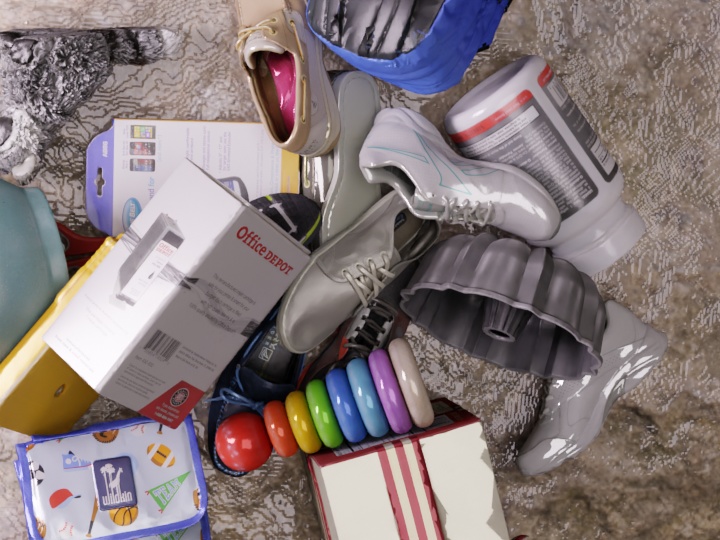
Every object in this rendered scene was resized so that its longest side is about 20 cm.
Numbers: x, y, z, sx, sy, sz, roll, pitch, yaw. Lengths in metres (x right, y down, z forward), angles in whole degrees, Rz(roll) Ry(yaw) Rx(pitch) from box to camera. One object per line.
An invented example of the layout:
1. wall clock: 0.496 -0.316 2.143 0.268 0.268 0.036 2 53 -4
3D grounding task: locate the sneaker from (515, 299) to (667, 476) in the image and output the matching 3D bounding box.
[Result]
1. sneaker: 0.208 0.112 1.699 0.099 0.078 0.200 42 79 -5

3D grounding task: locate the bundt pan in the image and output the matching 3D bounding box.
1. bundt pan: 0.141 0.027 1.610 0.201 0.202 0.076 25 72 -13

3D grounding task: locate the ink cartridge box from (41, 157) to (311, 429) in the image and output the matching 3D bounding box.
1. ink cartridge box: -0.155 0.022 1.481 0.083 0.147 0.200 38 89 29

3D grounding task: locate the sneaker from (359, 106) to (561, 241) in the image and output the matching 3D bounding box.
1. sneaker: 0.088 -0.071 1.581 0.200 0.071 0.080 27 51 4

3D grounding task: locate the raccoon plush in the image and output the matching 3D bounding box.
1. raccoon plush: -0.256 -0.150 1.564 0.199 0.097 0.135 -3 104 -12

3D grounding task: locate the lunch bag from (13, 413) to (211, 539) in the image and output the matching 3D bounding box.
1. lunch bag: -0.223 0.236 1.577 0.169 0.124 0.201 -9 108 -14

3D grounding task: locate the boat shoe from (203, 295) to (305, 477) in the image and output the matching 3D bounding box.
1. boat shoe: -0.098 0.100 1.629 0.084 0.069 0.201 15 93 -13

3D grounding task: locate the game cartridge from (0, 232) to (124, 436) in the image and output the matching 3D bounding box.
1. game cartridge: -0.249 0.063 1.546 0.032 0.176 0.200 37 86 16

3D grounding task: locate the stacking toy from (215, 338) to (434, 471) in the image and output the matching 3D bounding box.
1. stacking toy: -0.037 0.132 1.567 0.199 0.085 0.086 -19 99 0

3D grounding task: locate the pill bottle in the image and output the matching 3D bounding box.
1. pill bottle: 0.179 -0.095 1.643 0.116 0.116 0.200 -37 102 -6

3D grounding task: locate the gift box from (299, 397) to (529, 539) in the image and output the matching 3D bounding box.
1. gift box: 0.060 0.235 1.618 0.199 0.185 0.188 -13 96 -4

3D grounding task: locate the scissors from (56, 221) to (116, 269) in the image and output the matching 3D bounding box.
1. scissors: -0.219 -0.015 1.583 0.199 0.014 0.073 -3 102 10

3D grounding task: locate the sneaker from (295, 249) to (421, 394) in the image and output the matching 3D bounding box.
1. sneaker: 0.006 0.068 1.640 0.077 0.082 0.201 27 90 -13

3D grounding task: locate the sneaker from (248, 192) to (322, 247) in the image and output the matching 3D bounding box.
1. sneaker: -0.111 0.008 1.596 0.200 0.081 0.074 -42 63 5

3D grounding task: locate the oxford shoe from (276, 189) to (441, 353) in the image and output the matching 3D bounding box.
1. oxford shoe: 0.000 0.000 1.593 0.200 0.058 0.075 -44 129 -16

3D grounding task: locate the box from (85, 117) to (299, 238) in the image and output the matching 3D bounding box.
1. box: -0.158 -0.082 1.614 0.199 0.041 0.120 1 96 -10

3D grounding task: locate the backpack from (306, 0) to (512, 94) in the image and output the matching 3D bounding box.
1. backpack: 0.063 -0.262 1.570 0.168 0.162 0.201 31 84 -53

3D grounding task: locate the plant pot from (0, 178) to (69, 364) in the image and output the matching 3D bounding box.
1. plant pot: -0.334 -0.002 1.512 0.134 0.200 0.201 -13 98 -19

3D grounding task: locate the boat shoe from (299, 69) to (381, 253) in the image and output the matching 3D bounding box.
1. boat shoe: -0.023 -0.089 1.630 0.072 0.060 0.203 -4 100 -43

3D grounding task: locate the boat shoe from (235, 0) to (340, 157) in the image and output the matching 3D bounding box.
1. boat shoe: -0.077 -0.200 1.575 0.074 0.069 0.201 -27 78 33
